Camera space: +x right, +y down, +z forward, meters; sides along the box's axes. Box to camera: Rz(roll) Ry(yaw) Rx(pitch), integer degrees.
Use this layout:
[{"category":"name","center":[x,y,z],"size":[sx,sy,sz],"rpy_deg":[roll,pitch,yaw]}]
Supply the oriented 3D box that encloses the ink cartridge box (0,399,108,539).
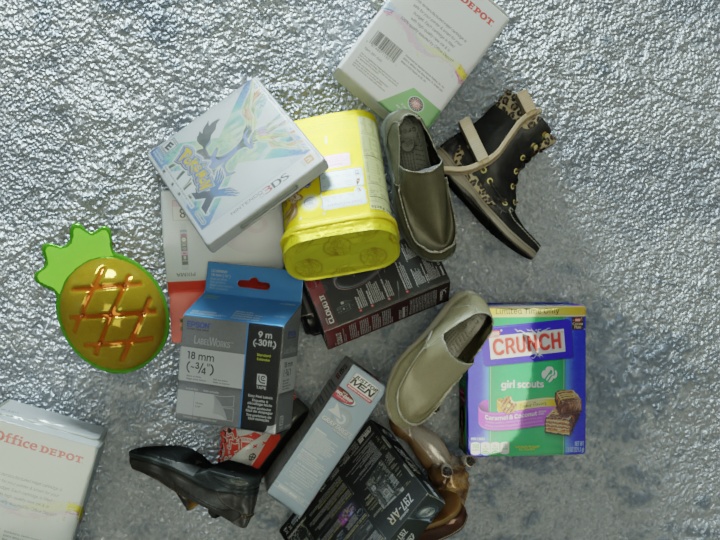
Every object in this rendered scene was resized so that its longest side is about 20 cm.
[{"category":"ink cartridge box","center":[-0.419,0.285,1.382],"size":[0.143,0.145,0.203],"rpy_deg":[18,90,-8]}]

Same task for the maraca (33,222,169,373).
[{"category":"maraca","center":[-0.330,0.037,1.404],"size":[0.136,0.107,0.201],"rpy_deg":[-35,96,-12]}]

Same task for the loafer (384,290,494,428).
[{"category":"loafer","center":[0.102,0.114,1.399],"size":[0.075,0.068,0.202],"rpy_deg":[35,83,-21]}]

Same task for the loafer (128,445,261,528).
[{"category":"loafer","center":[-0.221,0.276,1.412],"size":[0.197,0.072,0.074],"rpy_deg":[11,99,30]}]

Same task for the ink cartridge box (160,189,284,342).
[{"category":"ink cartridge box","center":[-0.180,-0.010,1.453],"size":[0.160,0.057,0.204],"rpy_deg":[-3,88,-7]}]

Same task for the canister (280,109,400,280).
[{"category":"canister","center":[-0.033,-0.100,1.396],"size":[0.146,0.087,0.203],"rpy_deg":[-9,56,3]}]

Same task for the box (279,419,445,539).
[{"category":"box","center":[-0.002,0.321,1.421],"size":[0.043,0.160,0.201],"rpy_deg":[35,97,-41]}]

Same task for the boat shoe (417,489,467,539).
[{"category":"boat shoe","center":[0.066,0.341,1.445],"size":[0.071,0.198,0.070],"rpy_deg":[57,43,-15]}]

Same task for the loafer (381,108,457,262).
[{"category":"loafer","center":[0.073,-0.109,1.379],"size":[0.074,0.070,0.203],"rpy_deg":[-18,88,-6]}]

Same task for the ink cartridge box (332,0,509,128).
[{"category":"ink cartridge box","center":[0.079,-0.297,1.456],"size":[0.144,0.084,0.201],"rpy_deg":[38,88,-7]}]

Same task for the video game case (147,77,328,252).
[{"category":"video game case","center":[-0.161,-0.140,1.398],"size":[0.181,0.022,0.200],"rpy_deg":[-36,52,-4]}]

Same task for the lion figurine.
[{"category":"lion figurine","center":[0.089,0.239,1.480],"size":[0.072,0.123,0.202],"rpy_deg":[-25,79,-20]}]

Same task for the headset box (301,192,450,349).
[{"category":"headset box","center":[0.000,0.000,1.435],"size":[0.197,0.075,0.150],"rpy_deg":[-22,68,-6]}]

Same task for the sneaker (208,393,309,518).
[{"category":"sneaker","center":[-0.164,0.224,1.459],"size":[0.108,0.067,0.202],"rpy_deg":[41,103,15]}]

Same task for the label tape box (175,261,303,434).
[{"category":"label tape box","center":[-0.154,0.095,1.388],"size":[0.142,0.063,0.204],"rpy_deg":[5,92,18]}]

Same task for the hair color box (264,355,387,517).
[{"category":"hair color box","center":[-0.048,0.217,1.451],"size":[0.060,0.099,0.201],"rpy_deg":[34,88,-7]}]

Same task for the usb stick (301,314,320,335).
[{"category":"usb stick","center":[0.011,0.033,1.486],"size":[0.197,0.033,0.056],"rpy_deg":[-21,101,-6]}]

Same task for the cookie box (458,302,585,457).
[{"category":"cookie box","center":[0.220,0.147,1.495],"size":[0.168,0.075,0.204],"rpy_deg":[-1,91,-6]}]

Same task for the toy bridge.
[{"category":"toy bridge","center":[0.150,-0.169,1.442],"size":[0.198,0.027,0.068],"rpy_deg":[-25,78,0]}]

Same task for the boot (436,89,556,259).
[{"category":"boot","center":[0.208,-0.131,1.487],"size":[0.150,0.073,0.200],"rpy_deg":[-44,88,-3]}]
